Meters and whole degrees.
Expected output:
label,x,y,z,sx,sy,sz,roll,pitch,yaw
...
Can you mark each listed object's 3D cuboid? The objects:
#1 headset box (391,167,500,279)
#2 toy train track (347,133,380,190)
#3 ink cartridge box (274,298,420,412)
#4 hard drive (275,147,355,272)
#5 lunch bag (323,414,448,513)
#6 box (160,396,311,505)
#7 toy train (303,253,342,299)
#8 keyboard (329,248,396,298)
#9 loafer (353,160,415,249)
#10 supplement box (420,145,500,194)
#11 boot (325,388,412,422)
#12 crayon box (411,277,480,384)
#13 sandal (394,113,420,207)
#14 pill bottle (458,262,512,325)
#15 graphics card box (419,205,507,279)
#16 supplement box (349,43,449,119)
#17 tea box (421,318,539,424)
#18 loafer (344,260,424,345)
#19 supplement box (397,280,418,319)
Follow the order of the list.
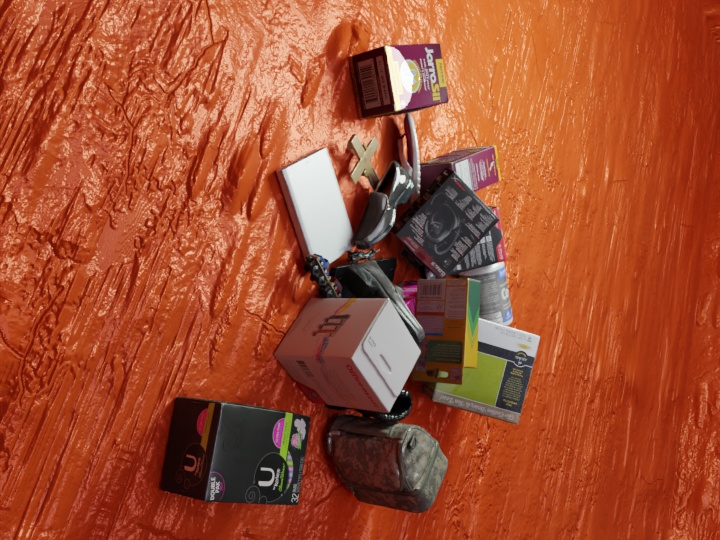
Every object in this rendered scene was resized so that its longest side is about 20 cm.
label,x,y,z,sx,sy,sz,roll,pitch,yaw
headset box,0.170,-0.091,1.605,0.149,0.077,0.200,42,96,-15
toy train track,0.014,-0.193,1.552,0.116,0.032,0.201,-60,137,-31
ink cartridge box,-0.021,0.149,1.374,0.145,0.198,0.146,-56,128,-33
hard drive,-0.081,-0.116,1.443,0.131,0.026,0.203,-35,114,-44
lunch bag,0.045,0.354,1.452,0.140,0.198,0.169,-56,131,-36
box,-0.198,0.292,1.224,0.199,0.123,0.151,21,72,-46
toy train,-0.054,0.038,1.439,0.046,0.034,0.201,-49,134,-23
keyboard,0.000,0.000,1.539,0.198,0.039,0.106,-9,119,-50
loafer,0.036,-0.131,1.517,0.073,0.072,0.202,53,54,-37
supplement box,0.222,-0.221,1.729,0.199,0.109,0.087,-26,110,-45
boot,0.046,0.233,1.481,0.210,0.156,0.081,-21,104,-47
crayon box,0.168,0.119,1.497,0.051,0.124,0.204,12,80,-48
sandal,0.098,-0.233,1.630,0.049,0.082,0.207,-6,97,-5
pill bottle,0.293,0.033,1.804,0.113,0.113,0.203,-24,108,-46
graphics card box,0.220,-0.060,1.693,0.197,0.051,0.128,-15,103,-12
supplement box,0.083,-0.395,1.580,0.199,0.102,0.133,-22,104,-47
tea box,0.258,0.207,1.655,0.197,0.134,0.200,17,86,-6
loafer,0.057,0.055,1.432,0.072,0.073,0.200,-30,71,-34
supplement box,0.081,0.104,1.568,0.199,0.100,0.105,-30,111,-46
